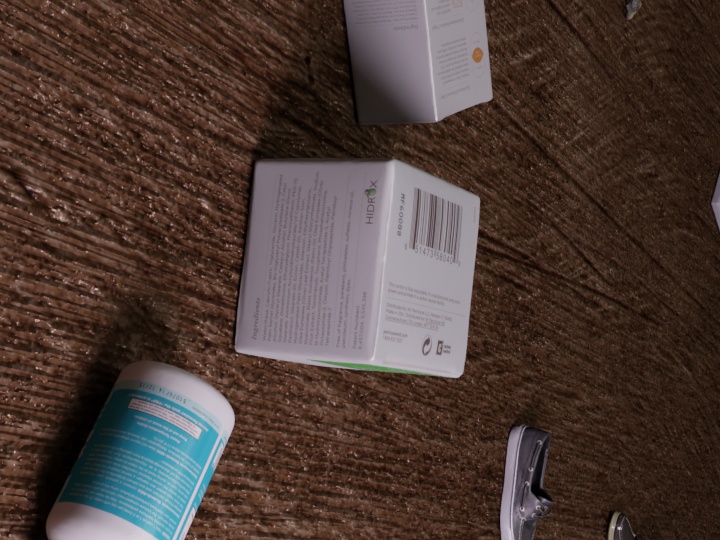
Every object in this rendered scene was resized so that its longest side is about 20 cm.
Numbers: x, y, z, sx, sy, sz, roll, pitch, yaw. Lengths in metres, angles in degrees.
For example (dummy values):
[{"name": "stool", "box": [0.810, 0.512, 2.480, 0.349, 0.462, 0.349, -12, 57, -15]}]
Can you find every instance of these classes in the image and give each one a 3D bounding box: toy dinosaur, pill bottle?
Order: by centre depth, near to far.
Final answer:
[{"name": "pill bottle", "box": [-0.189, 0.185, 1.036, 0.111, 0.110, 0.201, 57, 46, -44]}, {"name": "toy dinosaur", "box": [0.492, -0.539, 2.170, 0.088, 0.047, 0.203, -4, 93, -52]}]

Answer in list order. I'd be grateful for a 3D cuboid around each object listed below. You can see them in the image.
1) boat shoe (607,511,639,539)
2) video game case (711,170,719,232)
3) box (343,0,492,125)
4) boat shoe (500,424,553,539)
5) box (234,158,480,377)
[{"name": "boat shoe", "box": [0.490, 0.512, 2.228, 0.073, 0.064, 0.201, -53, 134, -40]}, {"name": "video game case", "box": [0.828, -0.169, 2.776, 0.183, 0.022, 0.201, 57, 47, -44]}, {"name": "box", "box": [0.066, -0.280, 1.422, 0.152, 0.105, 0.203, -28, 116, -55]}, {"name": "boat shoe", "box": [0.249, 0.328, 1.814, 0.070, 0.066, 0.203, 13, 81, -58]}, {"name": "box", "box": [0.000, 0.000, 1.275, 0.198, 0.170, 0.203, 15, 81, -58]}]
